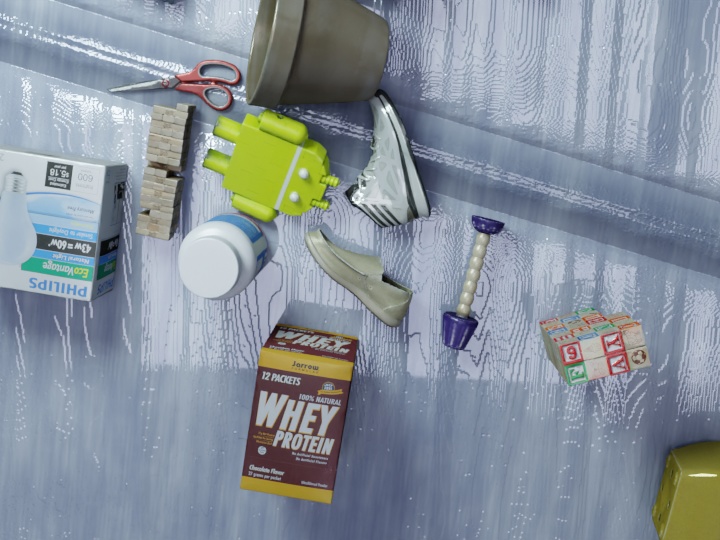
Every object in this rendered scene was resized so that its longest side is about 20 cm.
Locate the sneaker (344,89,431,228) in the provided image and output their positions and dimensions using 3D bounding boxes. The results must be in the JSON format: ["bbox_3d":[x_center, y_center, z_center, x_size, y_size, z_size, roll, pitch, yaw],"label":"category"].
[{"bbox_3d":[0.022,-0.156,1.418,0.114,0.076,0.202,-19,100,3],"label":"sneaker"}]

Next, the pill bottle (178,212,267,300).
[{"bbox_3d":[-0.200,-0.019,1.384,0.111,0.200,0.113,0,98,2],"label":"pill bottle"}]

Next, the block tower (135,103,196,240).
[{"bbox_3d":[-0.291,-0.152,1.437,0.057,0.054,0.202,12,102,-1],"label":"block tower"}]

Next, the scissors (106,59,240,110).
[{"bbox_3d":[-0.279,-0.288,1.443,0.198,0.014,0.074,9,101,2],"label":"scissors"}]

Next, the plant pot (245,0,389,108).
[{"bbox_3d":[-0.057,-0.316,1.355,0.172,0.200,0.202,9,99,-16],"label":"plant pot"}]

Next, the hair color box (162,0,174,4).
[{"bbox_3d":[-0.287,-0.500,1.386,0.098,0.061,0.202,22,98,-1],"label":"hair color box"}]

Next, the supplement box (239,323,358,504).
[{"bbox_3d":[-0.086,0.202,1.414,0.131,0.197,0.202,9,98,0],"label":"supplement box"}]

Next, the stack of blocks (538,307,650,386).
[{"bbox_3d":[0.331,0.103,1.383,0.114,0.200,0.059,-15,96,4],"label":"stack of blocks"}]

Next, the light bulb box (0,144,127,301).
[{"bbox_3d":[-0.463,-0.073,1.424,0.196,0.125,0.202,8,98,1],"label":"light bulb box"}]

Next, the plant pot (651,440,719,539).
[{"bbox_3d":[0.547,0.358,1.426,0.198,0.195,0.196,14,99,9],"label":"plant pot"}]

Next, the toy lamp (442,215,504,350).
[{"bbox_3d":[0.165,0.019,1.450,0.058,0.058,0.202,13,97,0],"label":"toy lamp"}]

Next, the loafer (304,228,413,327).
[{"bbox_3d":[0.000,0.000,1.447,0.200,0.076,0.068,41,96,-14],"label":"loafer"}]

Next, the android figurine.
[{"bbox_3d":[-0.129,-0.150,1.412,0.199,0.041,0.183,24,129,-6],"label":"android figurine"}]
